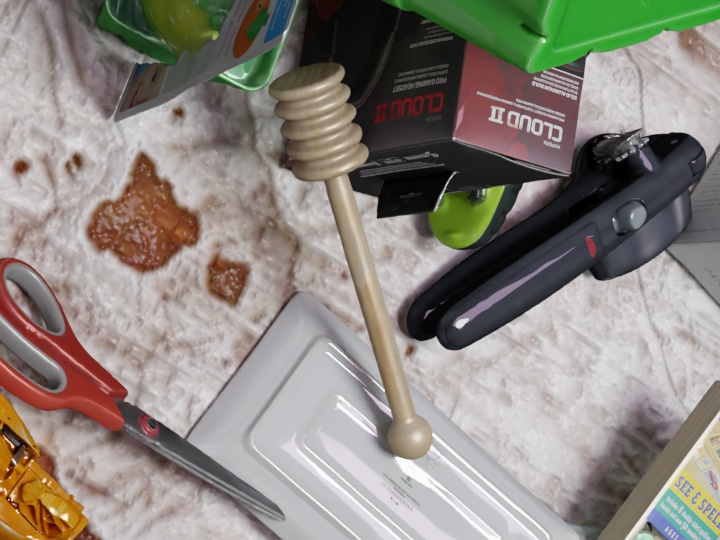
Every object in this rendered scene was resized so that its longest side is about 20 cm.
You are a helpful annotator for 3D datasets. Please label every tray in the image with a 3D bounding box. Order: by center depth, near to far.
[{"bbox_3d":[0.017,0.111,1.177,0.200,0.022,0.107,42,64,-12],"label":"tray"}]

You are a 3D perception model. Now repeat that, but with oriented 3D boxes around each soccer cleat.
[{"bbox_3d":[0.084,-0.102,1.238,0.081,0.067,0.201,24,73,-44],"label":"soccer cleat"}]

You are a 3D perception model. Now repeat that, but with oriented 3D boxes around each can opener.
[{"bbox_3d":[0.108,-0.014,1.247,0.200,0.063,0.079,-32,106,-32],"label":"can opener"}]

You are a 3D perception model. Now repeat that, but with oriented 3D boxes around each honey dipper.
[{"bbox_3d":[0.000,0.000,1.133,0.038,0.038,0.201,-30,115,-32],"label":"honey dipper"}]

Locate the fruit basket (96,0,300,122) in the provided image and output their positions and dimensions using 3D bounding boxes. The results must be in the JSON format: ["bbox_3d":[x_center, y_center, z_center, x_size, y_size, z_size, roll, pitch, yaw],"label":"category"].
[{"bbox_3d":[-0.049,-0.165,1.067,0.094,0.200,0.186,25,74,-15],"label":"fruit basket"}]

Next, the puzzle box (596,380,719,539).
[{"bbox_3d":[0.219,0.172,1.265,0.200,0.025,0.133,44,74,-20],"label":"puzzle box"}]

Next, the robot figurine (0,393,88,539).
[{"bbox_3d":[-0.216,0.075,1.021,0.200,0.058,0.145,47,61,-24],"label":"robot figurine"}]

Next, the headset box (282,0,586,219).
[{"bbox_3d":[0.041,-0.123,1.155,0.075,0.148,0.201,14,80,-32],"label":"headset box"}]

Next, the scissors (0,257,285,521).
[{"bbox_3d":[-0.110,0.071,1.093,0.200,0.014,0.073,46,27,-18],"label":"scissors"}]

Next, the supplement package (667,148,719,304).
[{"bbox_3d":[0.285,-0.056,1.339,0.117,0.117,0.200,45,65,-23],"label":"supplement package"}]

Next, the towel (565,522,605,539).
[{"bbox_3d":[0.127,0.237,1.257,0.171,0.048,0.201,11,81,-34],"label":"towel"}]

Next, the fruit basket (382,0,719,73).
[{"bbox_3d":[0.089,-0.205,1.045,0.215,0.156,0.216,9,43,-9],"label":"fruit basket"}]
